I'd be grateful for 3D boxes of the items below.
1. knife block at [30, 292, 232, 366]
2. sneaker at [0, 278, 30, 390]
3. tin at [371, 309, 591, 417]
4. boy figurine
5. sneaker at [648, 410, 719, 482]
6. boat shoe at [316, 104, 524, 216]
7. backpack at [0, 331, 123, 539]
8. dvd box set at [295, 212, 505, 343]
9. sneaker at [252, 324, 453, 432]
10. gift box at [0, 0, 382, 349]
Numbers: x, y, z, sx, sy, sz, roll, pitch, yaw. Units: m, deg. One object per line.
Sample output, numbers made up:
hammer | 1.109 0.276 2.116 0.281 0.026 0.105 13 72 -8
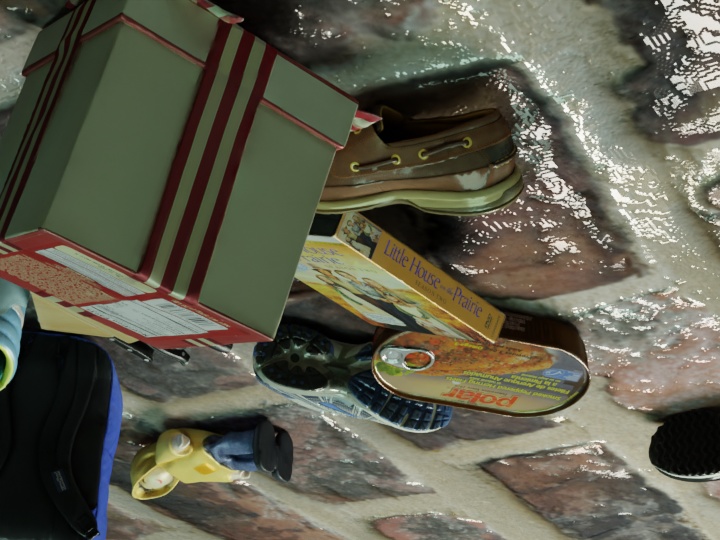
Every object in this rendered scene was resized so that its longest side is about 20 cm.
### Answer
knife block | -0.179 0.010 1.100 0.174 0.065 0.201 6 151 -2
sneaker | -0.344 0.060 1.149 0.079 0.132 0.200 17 150 -24
tin | 0.106 0.079 1.185 0.198 0.042 0.112 11 135 -12
boy figurine | -0.177 0.207 1.462 0.198 0.065 0.124 -12 150 23
sneaker | 0.385 0.178 1.303 0.199 0.071 0.090 -17 142 31
boat shoe | 0.012 -0.082 0.909 0.198 0.072 0.068 2 119 22
backpack | -0.311 0.167 1.271 0.161 0.202 0.168 6 161 -6
dvd box set | 0.000 0.000 1.037 0.146 0.030 0.199 7 161 45
sneaker | -0.010 0.103 1.248 0.198 0.078 0.085 20 159 -11
gift box | -0.111 -0.066 0.814 0.184 0.188 0.199 29 159 -34
